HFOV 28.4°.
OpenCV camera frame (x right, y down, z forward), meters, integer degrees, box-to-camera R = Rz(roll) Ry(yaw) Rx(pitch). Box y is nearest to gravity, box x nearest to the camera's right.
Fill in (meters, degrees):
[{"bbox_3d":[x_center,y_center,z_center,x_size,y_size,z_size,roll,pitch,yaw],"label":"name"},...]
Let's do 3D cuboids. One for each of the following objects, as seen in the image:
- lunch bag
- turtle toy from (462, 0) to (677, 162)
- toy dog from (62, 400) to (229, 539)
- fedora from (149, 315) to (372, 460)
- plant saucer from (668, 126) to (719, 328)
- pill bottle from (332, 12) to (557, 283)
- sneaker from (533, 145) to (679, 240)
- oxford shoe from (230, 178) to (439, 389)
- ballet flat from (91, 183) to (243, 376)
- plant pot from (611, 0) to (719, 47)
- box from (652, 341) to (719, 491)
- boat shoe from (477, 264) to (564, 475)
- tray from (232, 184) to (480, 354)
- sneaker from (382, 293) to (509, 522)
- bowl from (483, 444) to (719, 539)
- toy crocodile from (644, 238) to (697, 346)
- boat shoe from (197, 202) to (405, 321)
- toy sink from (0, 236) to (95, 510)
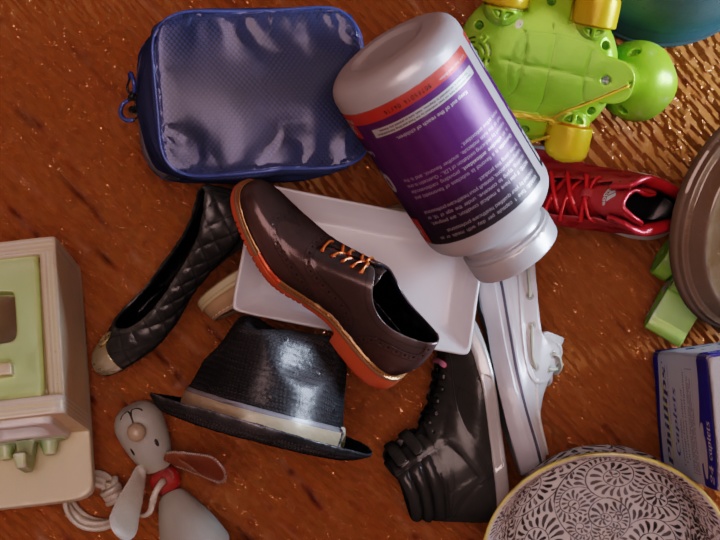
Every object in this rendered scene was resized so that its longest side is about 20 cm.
[{"bbox_3d":[-0.099,-0.139,1.171,0.198,0.132,0.137,-3,91,-13],"label":"lunch bag"},{"bbox_3d":[0.168,-0.169,1.190,0.198,0.101,0.147,12,104,0],"label":"turtle toy"},{"bbox_3d":[-0.153,0.212,1.181,0.200,0.096,0.132,43,88,0],"label":"toy dog"},{"bbox_3d":[-0.069,0.088,1.135,0.199,0.201,0.092,15,85,-1],"label":"fedora"},{"bbox_3d":[0.339,-0.042,1.175,0.199,0.029,0.202,-11,112,-27],"label":"plant saucer"},{"bbox_3d":[0.072,-0.091,1.106,0.112,0.112,0.201,-35,111,-2],"label":"pill bottle"},{"bbox_3d":[0.179,-0.068,1.183,0.198,0.116,0.079,3,89,-1],"label":"sneaker"},{"bbox_3d":[-0.017,-0.002,1.102,0.200,0.071,0.072,47,130,-9],"label":"oxford shoe"},{"bbox_3d":[-0.165,0.007,1.186,0.057,0.067,0.200,33,106,-30],"label":"ballet flat"},{"bbox_3d":[0.266,-0.298,1.154,0.198,0.188,0.202,0,89,-2],"label":"plant pot"},{"bbox_3d":[0.344,0.106,1.140,0.182,0.200,0.106,-6,87,-1],"label":"box"},{"bbox_3d":[0.140,0.069,1.200,0.066,0.074,0.202,-12,88,0],"label":"boat shoe"},{"bbox_3d":[0.000,0.000,1.164,0.198,0.022,0.108,11,82,-9],"label":"tray"},{"bbox_3d":[0.063,0.122,1.199,0.098,0.071,0.202,-10,93,-6],"label":"sneaker"},{"bbox_3d":[0.199,0.215,1.175,0.199,0.094,0.202,2,114,5],"label":"bowl"},{"bbox_3d":[0.307,-0.029,1.211,0.067,0.062,0.201,34,89,0],"label":"toy crocodile"},{"bbox_3d":[-0.039,0.006,1.200,0.199,0.071,0.065,-22,88,-3],"label":"boat shoe"},{"bbox_3d":[-0.294,0.087,1.154,0.129,0.112,0.202,-6,76,-1],"label":"toy sink"}]
